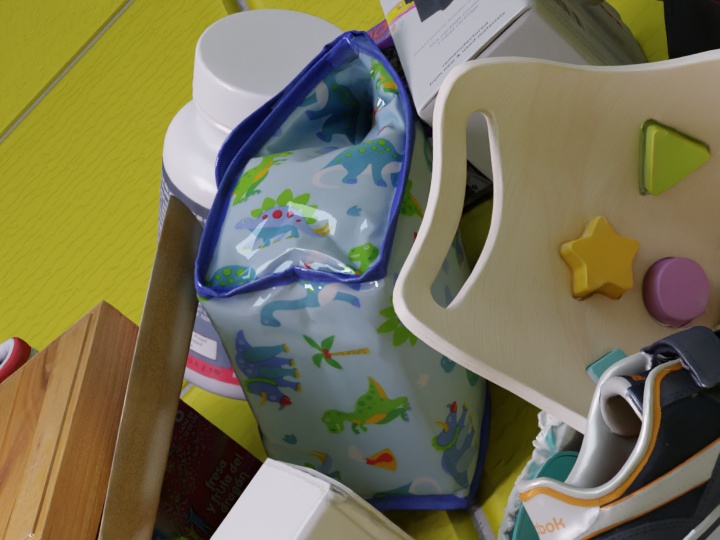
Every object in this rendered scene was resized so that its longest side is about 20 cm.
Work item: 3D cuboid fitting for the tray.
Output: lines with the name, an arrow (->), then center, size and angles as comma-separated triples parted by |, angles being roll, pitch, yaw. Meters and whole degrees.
tray -> -0.179, 0.111, 1.465 | 0.099, 0.037, 0.200 | -37, 25, 29

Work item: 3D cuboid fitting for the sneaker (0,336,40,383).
sneaker -> -0.252, 0.134, 1.697 | 0.200, 0.112, 0.071 | -52, 24, -5

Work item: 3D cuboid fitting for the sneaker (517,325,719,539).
sneaker -> 0.150, 0.051, 1.065 | 0.200, 0.079, 0.078 | -43, 5, -14

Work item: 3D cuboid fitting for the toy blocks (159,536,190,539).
toy blocks -> -0.067, 0.213, 1.315 | 0.200, 0.100, 0.137 | -17, 51, 52

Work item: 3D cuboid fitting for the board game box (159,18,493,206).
board game box -> -0.009, -0.061, 1.552 | 0.200, 0.120, 0.032 | -32, 23, 36

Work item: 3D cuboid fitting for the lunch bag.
lunch bag -> 0.000, 0.000, 1.360 | 0.127, 0.170, 0.200 | -4, 41, 19

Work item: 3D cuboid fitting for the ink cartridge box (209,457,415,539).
ink cartridge box -> -0.032, 0.206, 1.177 | 0.200, 0.146, 0.085 | -54, 24, -9

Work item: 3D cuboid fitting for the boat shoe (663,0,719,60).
boat shoe -> 0.180, -0.167, 1.324 | 0.074, 0.202, 0.063 | 28, 42, 27

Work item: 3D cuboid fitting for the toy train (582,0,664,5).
toy train -> 0.171, -0.213, 1.472 | 0.150, 0.056, 0.200 | -20, 24, -2

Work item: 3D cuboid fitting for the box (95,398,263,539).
box -> -0.141, 0.175, 1.470 | 0.100, 0.095, 0.200 | -7, 48, 58

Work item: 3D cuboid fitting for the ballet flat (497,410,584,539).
ballet flat -> 0.108, 0.094, 1.217 | 0.072, 0.072, 0.200 | -22, 34, 47

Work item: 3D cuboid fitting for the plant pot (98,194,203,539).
plant pot -> -0.104, 0.062, 1.343 | 0.200, 0.027, 0.200 | -168, 90, -87

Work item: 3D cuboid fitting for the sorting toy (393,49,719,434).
sorting toy -> 0.108, -0.009, 1.157 | 0.107, 0.180, 0.200 | 153, 133, -69

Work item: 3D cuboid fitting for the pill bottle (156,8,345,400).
pill bottle -> -0.053, -0.038, 1.480 | 0.120, 0.119, 0.200 | -86, 1, -53

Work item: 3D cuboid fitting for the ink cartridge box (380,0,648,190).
ink cartridge box -> 0.092, -0.107, 1.415 | 0.083, 0.146, 0.200 | -43, 25, 14
